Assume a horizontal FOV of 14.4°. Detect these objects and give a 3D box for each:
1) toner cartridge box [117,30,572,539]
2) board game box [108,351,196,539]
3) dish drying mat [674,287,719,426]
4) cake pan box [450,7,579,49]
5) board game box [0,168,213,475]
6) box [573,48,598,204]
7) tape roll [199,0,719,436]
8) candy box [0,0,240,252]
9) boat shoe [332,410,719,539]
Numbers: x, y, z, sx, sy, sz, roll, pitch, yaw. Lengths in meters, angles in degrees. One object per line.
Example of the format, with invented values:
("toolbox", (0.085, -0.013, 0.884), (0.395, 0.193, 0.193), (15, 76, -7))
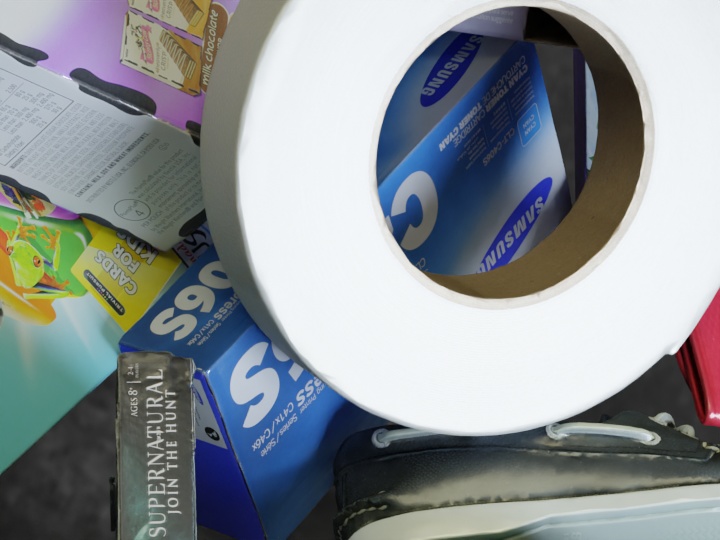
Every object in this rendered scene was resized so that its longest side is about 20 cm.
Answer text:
("toner cartridge box", (0.000, 0.000, 1.042), (0.043, 0.095, 0.200), (19, 53, 33))
("board game box", (-0.066, 0.145, 0.911), (0.028, 0.135, 0.200), (0, 54, -5))
("dish drying mat", (0.206, 0.034, 1.055), (0.200, 0.018, 0.077), (5, 53, -22))
("cake pan box", (0.111, -0.139, 1.097), (0.184, 0.052, 0.200), (8, 31, 6))
("board game box", (-0.150, -0.008, 0.979), (0.151, 0.047, 0.200), (49, 46, -4))
("box", (0.156, -0.087, 1.157), (0.137, 0.039, 0.200), (4, 54, -1))
("tape roll", (0.045, -0.042, 0.965), (0.203, 0.203, 0.037), (-20, 20, -18))
("candy box", (-0.125, -0.124, 0.985), (0.200, 0.072, 0.168), (24, 52, -26))
("boat shoe", (0.090, 0.077, 1.011), (0.200, 0.076, 0.060), (-1, 55, -11))
